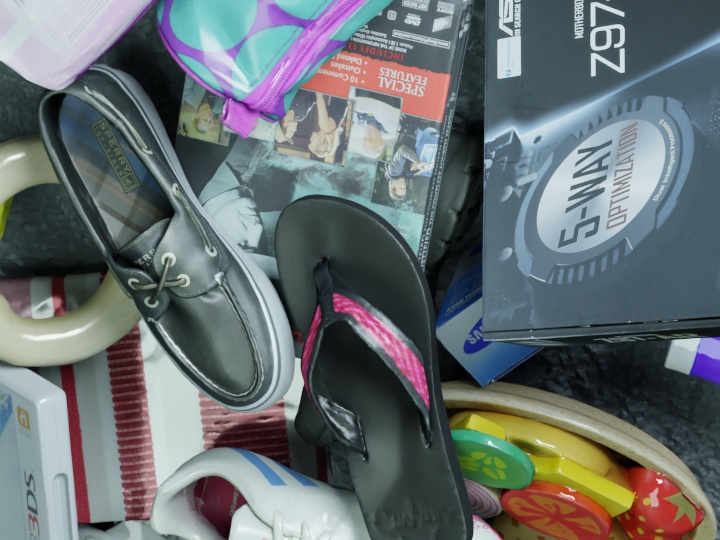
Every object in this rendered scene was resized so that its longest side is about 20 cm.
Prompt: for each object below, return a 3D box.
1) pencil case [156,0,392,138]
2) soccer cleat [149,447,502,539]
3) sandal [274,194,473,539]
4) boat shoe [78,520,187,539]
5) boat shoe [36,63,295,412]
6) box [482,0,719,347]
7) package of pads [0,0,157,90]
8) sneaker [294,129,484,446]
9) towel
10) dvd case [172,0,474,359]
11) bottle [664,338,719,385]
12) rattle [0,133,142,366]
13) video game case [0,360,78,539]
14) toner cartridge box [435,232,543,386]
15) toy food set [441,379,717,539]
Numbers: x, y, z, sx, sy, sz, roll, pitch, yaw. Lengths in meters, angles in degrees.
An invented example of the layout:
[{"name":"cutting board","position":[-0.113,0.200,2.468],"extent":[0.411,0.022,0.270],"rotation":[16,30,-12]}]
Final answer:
[{"name":"pencil case","position":[-0.004,-0.159,1.132],"extent":[0.200,0.093,0.085],"rotation":[-41,141,20]},{"name":"soccer cleat","position":[-0.021,0.147,1.253],"extent":[0.199,0.086,0.070],"rotation":[13,105,26]},{"name":"sandal","position":[0.006,0.057,1.180],"extent":[0.075,0.045,0.201],"rotation":[-18,90,28]},{"name":"boat shoe","position":[-0.132,0.154,1.390],"extent":[0.199,0.074,0.066],"rotation":[14,127,5]},{"name":"boat shoe","position":[-0.105,-0.012,1.205],"extent":[0.068,0.057,0.201],"rotation":[-32,88,21]},{"name":"box","position":[0.133,-0.068,1.107],"extent":[0.160,0.043,0.201],"rotation":[-4,81,39]},{"name":"package of pads","position":[-0.100,-0.185,1.144],"extent":[0.076,0.121,0.200],"rotation":[43,121,-7]},{"name":"sneaker","position":[0.000,0.000,1.265],"extent":[0.090,0.076,0.201],"rotation":[26,110,9]},{"name":"towel","position":[-0.117,0.070,1.336],"extent":[0.199,0.023,0.145],"rotation":[-4,99,11]},{"name":"dvd case","position":[-0.028,-0.055,1.213],"extent":[0.145,0.022,0.201],"rotation":[13,101,17]},{"name":"bottle","position":[0.258,0.053,1.217],"extent":[0.199,0.084,0.066],"rotation":[14,124,5]},{"name":"rattle","position":[-0.147,-0.022,1.309],"extent":[0.199,0.143,0.131],"rotation":[-18,91,-18]},{"name":"video game case","position":[-0.221,0.120,1.343],"extent":[0.200,0.022,0.183],"rotation":[25,125,46]},{"name":"toner cartridge box","position":[0.129,-0.028,1.196],"extent":[0.200,0.095,0.043],"rotation":[-37,104,30]},{"name":"toy food set","position":[0.094,0.121,1.278],"extent":[0.197,0.049,0.200],"rotation":[26,156,-10]}]
